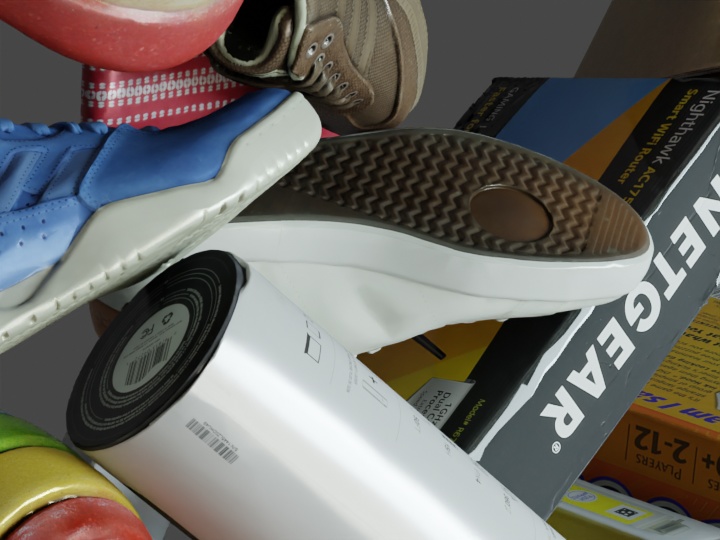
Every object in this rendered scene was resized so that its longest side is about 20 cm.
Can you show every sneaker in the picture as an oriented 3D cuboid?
[{"bbox_3d":[-0.114,-0.037,0.936,0.200,0.077,0.111,-31,87,-23],"label":"sneaker"},{"bbox_3d":[-0.031,-0.088,0.992,0.200,0.070,0.076,63,40,-56],"label":"sneaker"},{"bbox_3d":[0.000,0.000,1.047,0.199,0.073,0.085,4,130,-8],"label":"sneaker"}]

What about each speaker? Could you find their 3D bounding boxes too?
[{"bbox_3d":[0.002,0.083,0.978,0.200,0.081,0.081,41,71,-26],"label":"speaker"}]

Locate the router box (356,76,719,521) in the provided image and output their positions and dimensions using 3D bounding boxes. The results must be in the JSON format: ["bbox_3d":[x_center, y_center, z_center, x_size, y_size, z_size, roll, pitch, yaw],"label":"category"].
[{"bbox_3d":[0.055,0.011,1.126,0.200,0.149,0.051,-52,121,-24],"label":"router box"}]

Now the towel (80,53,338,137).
[{"bbox_3d":[-0.045,-0.121,1.063,0.144,0.022,0.201,-14,112,-44],"label":"towel"}]

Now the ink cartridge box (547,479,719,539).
[{"bbox_3d":[0.090,0.184,1.196,0.047,0.200,0.198,-14,114,-45],"label":"ink cartridge box"}]

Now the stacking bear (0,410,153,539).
[{"bbox_3d":[-0.111,0.106,0.930,0.121,0.200,0.114,16,92,-51],"label":"stacking bear"}]

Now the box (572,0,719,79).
[{"bbox_3d":[0.162,-0.156,1.199,0.021,0.163,0.200,30,78,-16],"label":"box"}]

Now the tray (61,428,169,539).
[{"bbox_3d":[-0.114,0.133,1.058,0.200,0.022,0.107,-66,163,-7],"label":"tray"}]

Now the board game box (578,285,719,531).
[{"bbox_3d":[0.174,0.135,1.277,0.200,0.200,0.200,-14,114,-46],"label":"board game box"}]

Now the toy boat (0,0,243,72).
[{"bbox_3d":[-0.127,-0.114,0.863,0.131,0.200,0.131,-68,-179,-47],"label":"toy boat"}]
